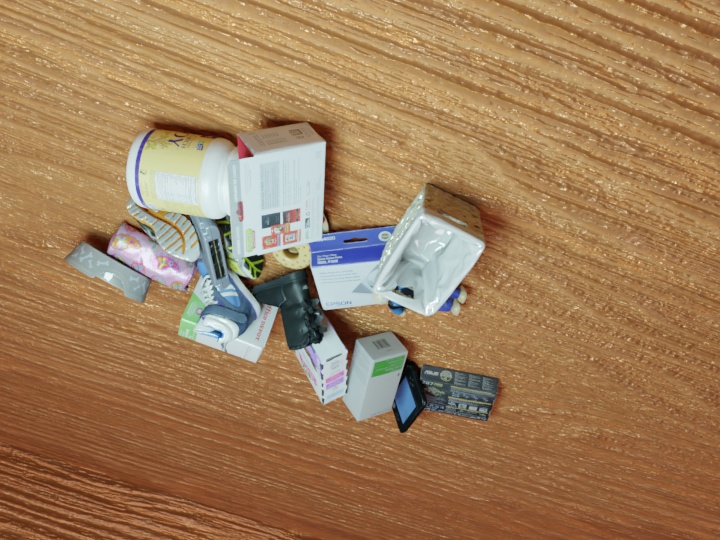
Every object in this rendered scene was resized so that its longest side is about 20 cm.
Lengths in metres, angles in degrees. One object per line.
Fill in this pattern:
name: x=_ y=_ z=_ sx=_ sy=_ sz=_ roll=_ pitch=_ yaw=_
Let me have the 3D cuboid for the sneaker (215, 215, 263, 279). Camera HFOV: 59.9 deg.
sneaker: x=-0.279 y=-0.055 z=1.331 sx=0.076 sy=0.076 sz=0.201 roll=3 pitch=136 yaw=23

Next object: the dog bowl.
dog bowl: x=-0.574 y=0.000 z=1.439 sx=0.199 sy=0.059 sz=0.200 roll=29 pitch=172 yaw=5

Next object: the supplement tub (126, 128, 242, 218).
supplement tub: x=-0.304 y=-0.174 z=1.137 sx=0.197 sy=0.147 sz=0.146 roll=9 pitch=141 yaw=7

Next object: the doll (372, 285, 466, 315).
doll: x=0.119 y=0.050 z=1.301 sx=0.197 sy=0.049 sz=0.137 roll=4 pitch=134 yaw=-16

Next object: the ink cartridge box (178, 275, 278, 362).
ink cartridge box: x=-0.309 y=0.111 z=1.481 sx=0.198 sy=0.147 sz=0.084 roll=22 pitch=142 yaw=-8

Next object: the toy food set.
toy food set: x=-0.162 y=-0.093 z=1.266 sx=0.196 sy=0.049 sz=0.200 roll=27 pitch=140 yaw=-14

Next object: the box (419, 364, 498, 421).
box: x=0.248 y=0.323 z=1.632 sx=0.197 sy=0.050 sz=0.162 roll=9 pitch=143 yaw=8

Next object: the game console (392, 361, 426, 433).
game console: x=0.071 y=0.319 z=1.637 sx=0.115 sy=0.177 sz=0.201 roll=-6 pitch=147 yaw=-20

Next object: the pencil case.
pencil case: x=-0.469 y=-0.029 z=1.419 sx=0.198 sy=0.088 sz=0.087 roll=28 pitch=140 yaw=-16

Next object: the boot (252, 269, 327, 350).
boot: x=-0.161 y=0.097 z=1.391 sx=0.073 sy=0.164 sz=0.197 roll=-12 pitch=176 yaw=-43

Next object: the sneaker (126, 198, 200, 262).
sneaker: x=-0.403 y=-0.084 z=1.308 sx=0.200 sy=0.078 sz=0.077 roll=41 pitch=160 yaw=19

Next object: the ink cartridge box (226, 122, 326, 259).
ink cartridge box: x=-0.156 y=-0.137 z=1.082 sx=0.174 sy=0.084 sz=0.202 roll=-15 pitch=132 yaw=-25

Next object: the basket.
basket: x=0.123 y=-0.039 z=1.149 sx=0.134 sy=0.124 sz=0.201 roll=23 pitch=127 yaw=-11

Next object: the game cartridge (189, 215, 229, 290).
game cartridge: x=-0.317 y=-0.067 z=1.290 sx=0.040 sy=0.134 sz=0.201 roll=-24 pitch=147 yaw=-20

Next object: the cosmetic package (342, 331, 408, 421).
cosmetic package: x=0.033 y=0.257 z=1.518 sx=0.107 sy=0.085 sz=0.202 roll=-11 pitch=128 yaw=-30

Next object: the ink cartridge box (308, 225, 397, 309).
ink cartridge box: x=0.000 y=0.000 z=1.296 sx=0.197 sy=0.041 sz=0.201 roll=-7 pitch=138 yaw=5

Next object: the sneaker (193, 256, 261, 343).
sneaker: x=-0.331 y=0.069 z=1.392 sx=0.200 sy=0.146 sz=0.081 roll=46 pitch=139 yaw=3

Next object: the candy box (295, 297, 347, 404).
candy box: x=-0.099 y=0.197 z=1.497 sx=0.071 sy=0.168 sz=0.201 roll=-22 pitch=144 yaw=-19
